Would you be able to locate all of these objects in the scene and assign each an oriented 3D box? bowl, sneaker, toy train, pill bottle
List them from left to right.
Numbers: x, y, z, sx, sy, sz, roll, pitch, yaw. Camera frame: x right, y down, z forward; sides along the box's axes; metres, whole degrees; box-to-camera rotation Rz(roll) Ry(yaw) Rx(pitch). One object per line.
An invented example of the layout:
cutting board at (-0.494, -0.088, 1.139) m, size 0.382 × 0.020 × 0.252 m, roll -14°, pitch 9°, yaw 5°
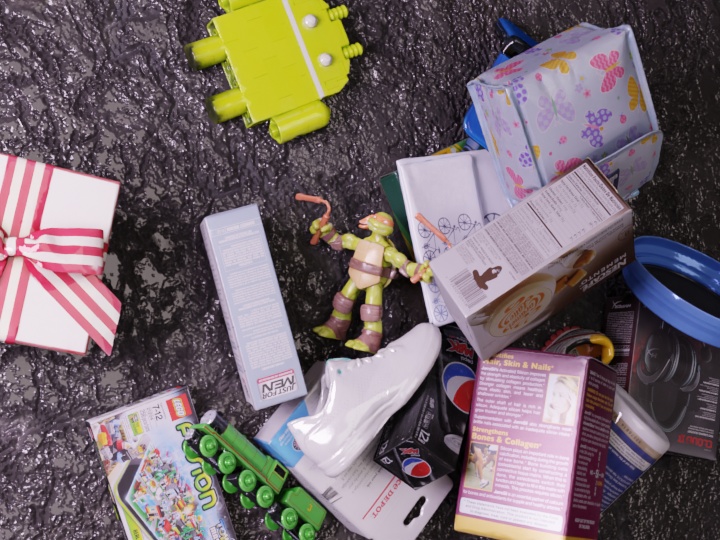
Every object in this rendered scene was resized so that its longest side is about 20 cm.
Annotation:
toy train at (-0.109, 0.220, 1.111) m, size 0.200 × 0.041 × 0.057 m, roll 48°, pitch 50°, yaw -26°
sneaker at (0.005, 0.115, 1.103) m, size 0.088 × 0.075 × 0.200 m, roll 44°, pitch 67°, yaw -4°
sneaker at (0.222, 0.134, 1.251) m, size 0.200 × 0.082 × 0.078 m, roll -41°, pitch 101°, yaw -19°
pill bottle at (0.248, 0.229, 1.208) m, size 0.111 × 0.111 × 0.200 m, roll 40°, pitch 102°, yaw -14°
bowl at (0.413, 0.028, 1.290) m, size 0.198 × 0.202 × 0.040 m, roll 14°, pitch 118°, yaw -20°

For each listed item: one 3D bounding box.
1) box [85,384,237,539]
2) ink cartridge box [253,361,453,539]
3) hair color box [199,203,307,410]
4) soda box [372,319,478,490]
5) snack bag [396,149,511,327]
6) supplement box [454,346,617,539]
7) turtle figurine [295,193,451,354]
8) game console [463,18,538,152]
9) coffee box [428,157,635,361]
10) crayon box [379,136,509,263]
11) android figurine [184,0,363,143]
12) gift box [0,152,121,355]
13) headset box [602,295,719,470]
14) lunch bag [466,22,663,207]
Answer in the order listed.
box at (-0.203, 0.233, 1.096) m, size 0.109 × 0.035 × 0.203 m, roll -20°, pitch 93°, yaw -23°
ink cartridge box at (-0.006, 0.211, 1.160) m, size 0.200 × 0.067 × 0.116 m, roll 46°, pitch 70°, yaw -12°
hair color box at (-0.115, 0.038, 1.108) m, size 0.060 × 0.099 × 0.203 m, roll -15°, pitch 92°, yaw -11°
soda box at (0.081, 0.136, 1.154) m, size 0.063 × 0.071 × 0.201 m, roll 37°, pitch 44°, yaw -16°
snack bag at (0.141, -0.046, 1.203) m, size 0.198 × 0.021 × 0.192 m, roll -11°, pitch 87°, yaw -30°
supplement box at (0.189, 0.192, 1.127) m, size 0.103 × 0.129 × 0.203 m, roll 25°, pitch 73°, yaw -55°
turtle figurine at (0.000, 0.000, 1.165) m, size 0.198 × 0.064 × 0.164 m, roll 20°, pitch 95°, yaw 22°
game console at (0.219, -0.187, 1.270) m, size 0.199 × 0.171 × 0.119 m, roll 34°, pitch 110°, yaw -16°
coffee box at (0.182, -0.009, 1.093) m, size 0.198 × 0.115 × 0.080 m, roll -33°, pitch 60°, yaw -2°
crayon box at (0.120, -0.043, 1.240) m, size 0.125 × 0.051 × 0.202 m, roll -25°, pitch 96°, yaw -22°
android figurine at (-0.091, -0.240, 1.176) m, size 0.198 × 0.041 × 0.185 m, roll -22°, pitch 94°, yaw -20°
gift box at (-0.323, 0.001, 0.984) m, size 0.182 × 0.186 × 0.204 m, roll 7°, pitch 82°, yaw -21°
headset box at (0.375, 0.145, 1.316) m, size 0.147 × 0.077 × 0.203 m, roll 14°, pitch 79°, yaw -21°
lunch bag at (0.237, -0.148, 1.158) m, size 0.168 × 0.127 × 0.202 m, roll -27°, pitch 114°, yaw -13°
